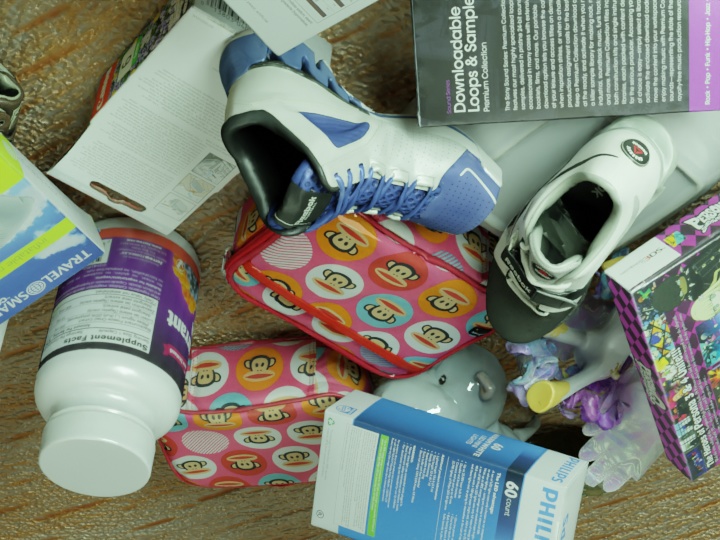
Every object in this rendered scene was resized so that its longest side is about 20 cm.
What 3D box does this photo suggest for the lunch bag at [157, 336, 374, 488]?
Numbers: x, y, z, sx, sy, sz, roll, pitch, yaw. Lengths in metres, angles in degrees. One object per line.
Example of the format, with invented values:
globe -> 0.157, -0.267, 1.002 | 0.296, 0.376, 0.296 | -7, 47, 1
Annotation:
lunch bag -> -0.081, 0.140, 1.187 | 0.199, 0.082, 0.176 | -5, 140, 9

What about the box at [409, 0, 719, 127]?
box -> 0.129, -0.165, 0.795 | 0.199, 0.036, 0.144 | -2, 107, 6

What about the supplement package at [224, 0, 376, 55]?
supplement package -> -0.004, -0.246, 0.666 | 0.200, 0.152, 0.151 | -24, 133, 28

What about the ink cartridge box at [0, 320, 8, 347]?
ink cartridge box -> -0.392, 0.021, 1.015 | 0.146, 0.147, 0.200 | -15, 136, 19

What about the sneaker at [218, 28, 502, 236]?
sneaker -> -0.012, -0.059, 0.831 | 0.199, 0.115, 0.081 | 27, 134, -18

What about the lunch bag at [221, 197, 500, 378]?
lunch bag -> 0.000, 0.000, 1.010 | 0.200, 0.082, 0.176 | 32, 136, -27

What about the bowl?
bowl -> 0.149, -0.082, 0.915 | 0.199, 0.075, 0.200 | 30, 132, -30

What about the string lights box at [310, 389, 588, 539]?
string lights box -> 0.066, 0.174, 1.017 | 0.199, 0.059, 0.103 | 15, 109, 22

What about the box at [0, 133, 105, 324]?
box -> -0.272, -0.028, 0.931 | 0.122, 0.048, 0.200 | -33, 148, 2

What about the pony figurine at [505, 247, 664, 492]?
pony figurine -> 0.191, 0.061, 1.011 | 0.193, 0.167, 0.200 | -46, 155, 25

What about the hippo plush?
hippo plush -> 0.092, 0.149, 1.104 | 0.199, 0.159, 0.161 | -19, 127, -12

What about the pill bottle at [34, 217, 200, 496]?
pill bottle -> -0.189, 0.067, 1.014 | 0.111, 0.201, 0.112 | 2, 141, 2

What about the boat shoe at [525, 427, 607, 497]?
boat shoe -> 0.146, 0.187, 1.238 | 0.200, 0.073, 0.063 | -3, 136, -4

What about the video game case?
video game case -> 0.270, 0.028, 0.902 | 0.181, 0.036, 0.200 | -34, 129, -8

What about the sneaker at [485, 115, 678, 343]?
sneaker -> 0.123, -0.013, 0.859 | 0.074, 0.088, 0.200 | 38, 133, 12

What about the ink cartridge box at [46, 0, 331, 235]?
ink cartridge box -> -0.123, -0.112, 0.915 | 0.109, 0.050, 0.200 | 29, 135, -27

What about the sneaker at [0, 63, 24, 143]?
sneaker -> -0.270, -0.100, 0.922 | 0.075, 0.071, 0.200 | -1, 140, 4
